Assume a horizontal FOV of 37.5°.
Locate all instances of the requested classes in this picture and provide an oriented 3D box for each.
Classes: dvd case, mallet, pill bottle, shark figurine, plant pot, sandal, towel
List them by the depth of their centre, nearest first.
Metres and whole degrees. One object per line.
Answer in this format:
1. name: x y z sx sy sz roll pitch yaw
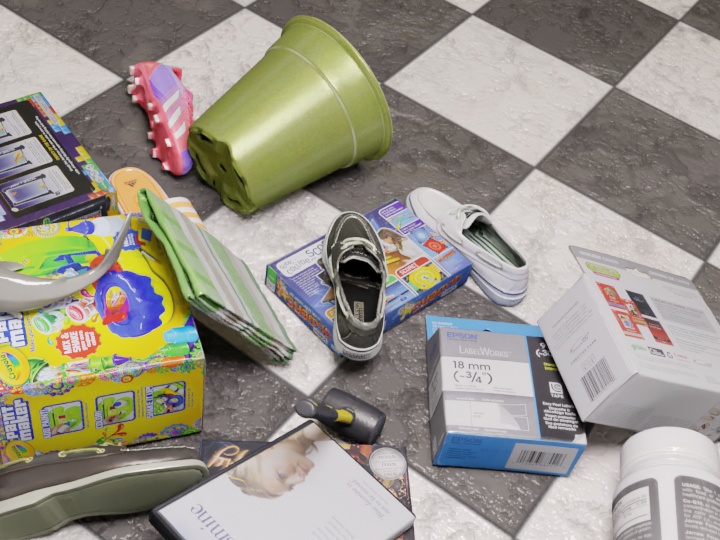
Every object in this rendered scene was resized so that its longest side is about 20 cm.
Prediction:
1. dvd case: -0.064 0.216 0.924 0.143 0.018 0.200 40 40 24
2. shark figurine: -0.316 -0.003 0.945 0.214 0.090 0.128 2 49 -3
3. pill bottle: 0.289 0.251 0.972 0.113 0.113 0.200 12 46 0
4. mallet: -0.017 0.138 0.984 0.066 0.200 0.041 26 86 8
5. towel: -0.146 0.011 1.068 0.031 0.200 0.149 -38 58 6
6. sandal: -0.231 -0.063 1.202 0.079 0.059 0.207 -24 56 -29
7. plant pot: -0.098 -0.167 1.260 0.190 0.200 0.200 -38 63 -22

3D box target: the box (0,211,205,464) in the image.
1. box: -0.267 0.063 1.034 0.192 0.122 0.200 -10 50 -18

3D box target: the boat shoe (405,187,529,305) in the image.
1. boat shoe: 0.132 -0.047 1.254 0.073 0.067 0.200 -28 58 -32

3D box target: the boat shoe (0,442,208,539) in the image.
1. boat shoe: -0.239 0.184 0.949 0.201 0.072 0.061 -12 49 -9

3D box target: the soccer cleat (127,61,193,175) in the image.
1. soccer cleat: -0.234 -0.195 1.326 0.076 0.067 0.200 -9 47 -25

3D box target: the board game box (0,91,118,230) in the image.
1. board game box: -0.396 -0.106 1.212 0.165 0.057 0.200 -24 56 -27

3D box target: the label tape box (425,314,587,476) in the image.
1. label tape box: 0.146 0.110 1.112 0.144 0.063 0.200 6 47 -7

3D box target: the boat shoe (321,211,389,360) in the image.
1. boat shoe: 0.000 0.000 1.135 0.070 0.064 0.200 1 47 -9

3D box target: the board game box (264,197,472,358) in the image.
1. board game box: 0.010 0.003 1.204 0.200 0.035 0.135 -28 57 -32

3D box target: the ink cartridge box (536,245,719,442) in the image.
1. ink cartridge box: 0.295 0.078 1.111 0.200 0.084 0.176 14 40 -32

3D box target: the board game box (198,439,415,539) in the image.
1. board game box: -0.052 0.225 0.983 0.199 0.035 0.136 3 47 -8
